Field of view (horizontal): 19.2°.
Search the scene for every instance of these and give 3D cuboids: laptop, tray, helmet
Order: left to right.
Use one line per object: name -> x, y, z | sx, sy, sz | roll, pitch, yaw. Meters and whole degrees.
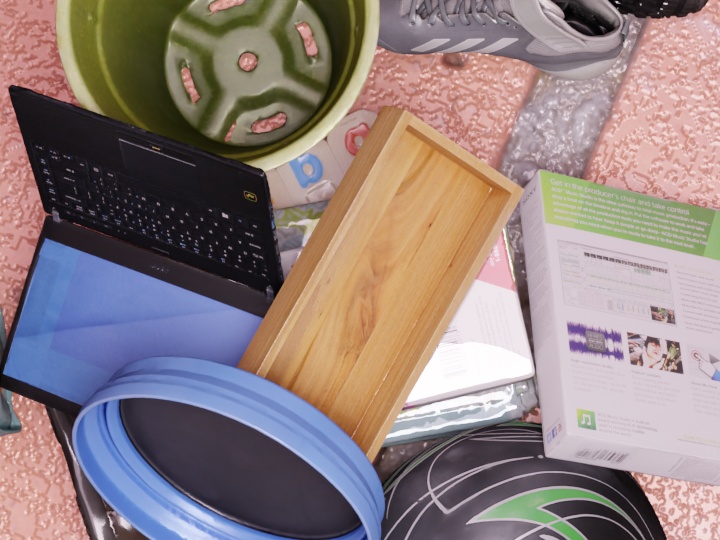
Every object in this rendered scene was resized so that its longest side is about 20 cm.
laptop -> -0.146, 0.007, 1.310 | 0.177, 0.200, 0.103 | 19, 58, 16
tray -> 0.009, 0.011, 1.303 | 0.098, 0.037, 0.200 | 31, 86, -26
helmet -> 0.095, 0.191, 1.358 | 0.200, 0.200, 0.191 | -39, 93, 0

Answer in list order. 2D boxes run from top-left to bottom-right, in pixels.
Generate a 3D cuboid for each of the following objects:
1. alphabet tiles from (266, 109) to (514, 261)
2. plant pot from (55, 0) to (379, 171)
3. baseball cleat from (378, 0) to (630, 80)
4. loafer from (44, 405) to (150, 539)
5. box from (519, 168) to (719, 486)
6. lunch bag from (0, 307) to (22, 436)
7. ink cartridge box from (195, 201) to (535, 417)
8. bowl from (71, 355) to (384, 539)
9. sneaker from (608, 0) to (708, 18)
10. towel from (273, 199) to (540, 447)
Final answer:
alphabet tiles -> 0.000, 0.000, 1.461 | 0.199, 0.015, 0.196 | -28, 88, 1
plant pot -> -0.082, -0.148, 1.387 | 0.199, 0.190, 0.201 | 0, 86, 3
baseball cleat -> 0.082, -0.181, 1.423 | 0.199, 0.106, 0.070 | 8, 73, -1
loafer -> -0.173, 0.102, 1.443 | 0.071, 0.073, 0.201 | -18, 91, -8
box -> 0.179, 0.037, 1.369 | 0.144, 0.036, 0.201 | 12, 56, -21
lunch bag -> -0.325, 0.073, 1.381 | 0.170, 0.200, 0.122 | -10, 86, 1
ink cartridge box -> 0.003, 0.036, 1.373 | 0.199, 0.067, 0.117 | -13, 85, 2
bowl -> -0.077, 0.125, 1.291 | 0.200, 0.201, 0.039 | 25, 56, 4
sneaker -> 0.149, -0.237, 1.441 | 0.199, 0.076, 0.088 | 18, 82, 4
towel -> 0.012, 0.034, 1.431 | 0.199, 0.048, 0.172 | -10, 85, 1
